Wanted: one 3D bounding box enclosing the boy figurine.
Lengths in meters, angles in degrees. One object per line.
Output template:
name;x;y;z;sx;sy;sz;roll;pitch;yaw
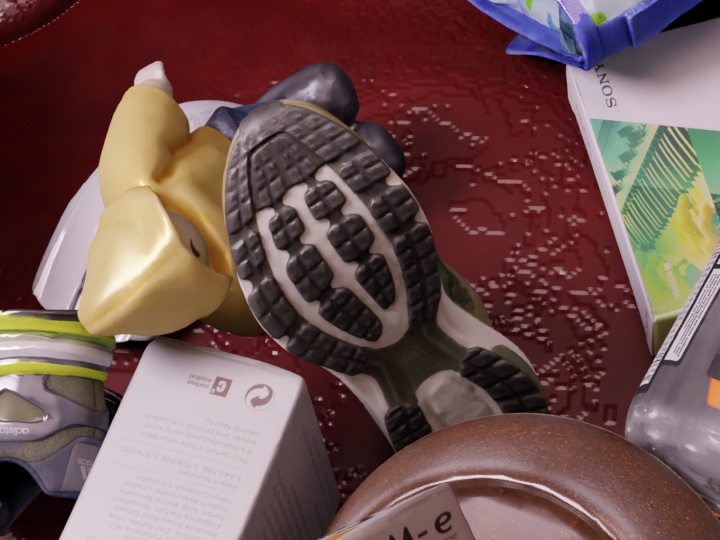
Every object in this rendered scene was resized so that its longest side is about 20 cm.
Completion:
boy figurine;-0.057;-0.029;0.934;0.064;0.200;0.125;-36;89;29

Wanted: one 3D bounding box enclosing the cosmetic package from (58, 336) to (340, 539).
cosmetic package;-0.077;0.139;0.879;0.074;0.102;0.201;13;59;18

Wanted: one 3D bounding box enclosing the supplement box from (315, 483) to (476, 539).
supplement box;0.012;0.187;0.763;0.073;0.126;0.201;-22;85;-47

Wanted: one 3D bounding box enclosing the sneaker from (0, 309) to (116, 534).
sneaker;-0.180;0.073;0.930;0.199;0.074;0.081;-18;70;33

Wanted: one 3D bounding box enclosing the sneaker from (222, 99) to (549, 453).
sneaker;0.000;0.000;0.914;0.077;0.200;0.089;-31;39;5

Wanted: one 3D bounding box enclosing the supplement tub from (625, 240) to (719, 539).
supplement tub;0.180;0.033;0.875;0.122;0.123;0.201;26;81;24

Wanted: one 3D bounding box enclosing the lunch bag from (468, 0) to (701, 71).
lunch bag;0.114;-0.186;1.043;0.170;0.128;0.200;-31;48;-11

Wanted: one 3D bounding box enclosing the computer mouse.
computer mouse;-0.107;-0.008;1.013;0.109;0.044;0.200;22;64;23

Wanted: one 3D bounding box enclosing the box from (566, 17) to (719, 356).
box;0.201;-0.053;0.995;0.199;0.036;0.145;-15;56;1

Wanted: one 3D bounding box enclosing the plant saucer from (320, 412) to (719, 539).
plant saucer;0.048;0.150;0.831;0.199;0.034;0.202;-6;79;31
